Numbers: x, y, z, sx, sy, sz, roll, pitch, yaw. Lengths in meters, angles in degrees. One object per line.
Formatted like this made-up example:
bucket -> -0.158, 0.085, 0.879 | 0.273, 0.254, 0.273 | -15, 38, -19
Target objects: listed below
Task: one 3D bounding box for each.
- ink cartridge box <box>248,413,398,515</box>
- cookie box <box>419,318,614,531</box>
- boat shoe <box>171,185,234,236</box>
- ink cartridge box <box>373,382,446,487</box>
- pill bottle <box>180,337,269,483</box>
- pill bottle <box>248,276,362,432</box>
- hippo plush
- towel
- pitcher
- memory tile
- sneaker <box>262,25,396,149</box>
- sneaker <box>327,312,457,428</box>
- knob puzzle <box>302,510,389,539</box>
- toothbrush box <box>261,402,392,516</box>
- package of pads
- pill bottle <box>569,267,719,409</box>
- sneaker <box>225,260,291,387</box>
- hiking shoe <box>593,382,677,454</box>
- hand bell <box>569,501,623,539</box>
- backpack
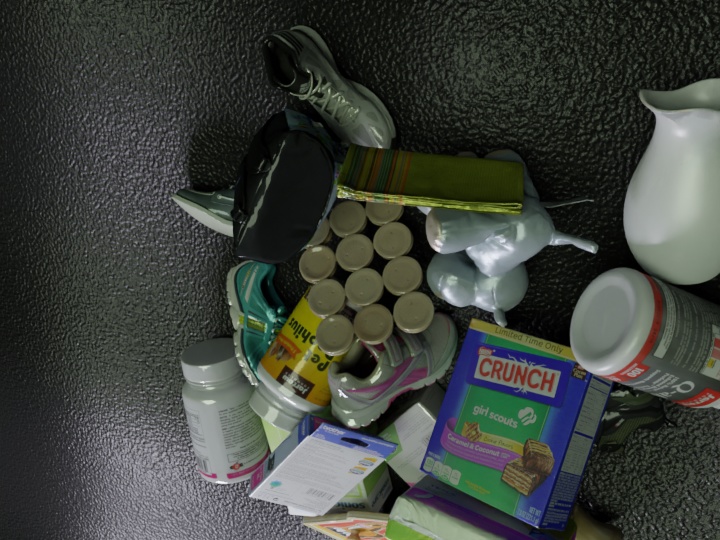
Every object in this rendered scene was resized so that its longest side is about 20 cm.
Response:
ink cartridge box -> -0.052, 0.256, 0.986 | 0.119, 0.042, 0.200 | 23, 130, -24
cookie box -> 0.185, 0.177, 0.876 | 0.171, 0.075, 0.200 | 15, 82, 41
boat shoe -> -0.175, -0.084, 1.038 | 0.200, 0.073, 0.062 | 21, 75, 24
ink cartridge box -> 0.125, 0.267, 1.025 | 0.200, 0.067, 0.117 | 46, 122, 3
pill bottle -> -0.210, 0.214, 1.133 | 0.113, 0.113, 0.200 | 3, 112, 24
pill bottle -> -0.063, 0.112, 0.983 | 0.109, 0.109, 0.200 | 34, 93, 9
hippo plush -> 0.155, -0.036, 0.865 | 0.200, 0.159, 0.161 | 6, 138, 6
towel -> 0.078, -0.103, 0.806 | 0.200, 0.086, 0.018 | 7, 139, 6
pitcher -> 0.353, -0.098, 0.746 | 0.121, 0.171, 0.200 | -131, 26, -53
memory tile -> 0.000, 0.000, 0.922 | 0.153, 0.017, 0.200 | -18, 65, 9
sneaker -> -0.047, -0.203, 0.884 | 0.201, 0.115, 0.076 | 49, 122, 0
sneaker -> 0.042, 0.111, 0.933 | 0.081, 0.200, 0.088 | 34, 153, 44
knob puzzle -> 0.044, 0.395, 1.074 | 0.219, 0.030, 0.220 | 7, 146, 4
toothbrush box -> -0.051, 0.261, 1.095 | 0.145, 0.086, 0.200 | -4, 110, 26
package of pads -> 0.151, 0.314, 0.894 | 0.200, 0.154, 0.068 | 18, 99, 24
pill bottle -> 0.336, 0.080, 0.784 | 0.200, 0.116, 0.116 | 20, 122, -18
sneaker -> -0.137, 0.082, 1.050 | 0.080, 0.077, 0.200 | -15, 85, 18
hiking shoe -> 0.282, 0.195, 0.918 | 0.200, 0.076, 0.101 | -25, 101, 34
hand bell -> 0.239, 0.294, 0.964 | 0.104, 0.104, 0.200 | -38, 91, 32
backpack -> -0.086, -0.114, 0.890 | 0.154, 0.200, 0.163 | 16, 112, -28
